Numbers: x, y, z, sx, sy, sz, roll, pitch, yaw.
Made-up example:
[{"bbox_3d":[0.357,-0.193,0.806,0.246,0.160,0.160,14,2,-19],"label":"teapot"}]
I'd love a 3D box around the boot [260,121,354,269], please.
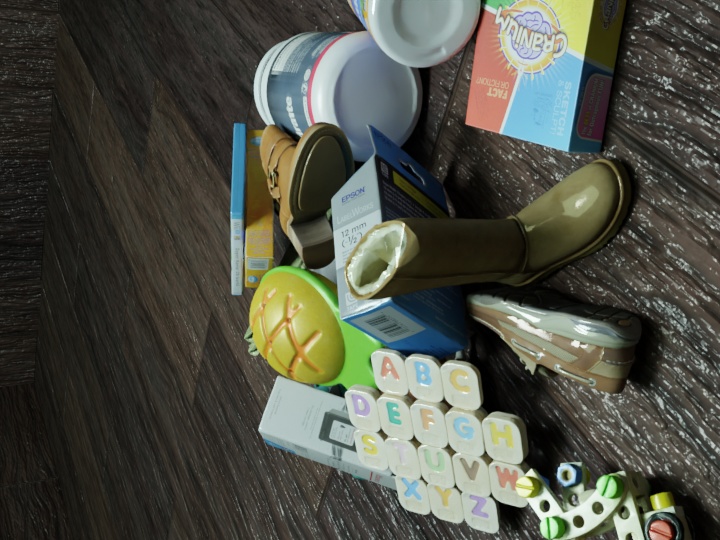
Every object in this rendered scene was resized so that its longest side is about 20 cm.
[{"bbox_3d":[-0.071,-0.118,0.962,0.202,0.073,0.156,102,150,-46],"label":"boot"}]

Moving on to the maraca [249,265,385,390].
[{"bbox_3d":[-0.048,0.069,0.952,0.198,0.106,0.139,22,127,39],"label":"maraca"}]

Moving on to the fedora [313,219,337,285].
[{"bbox_3d":[0.000,0.000,1.035,0.200,0.089,0.179,49,134,46],"label":"fedora"}]

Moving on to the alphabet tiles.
[{"bbox_3d":[0.074,0.173,0.859,0.198,0.015,0.198,6,118,34],"label":"alphabet tiles"}]

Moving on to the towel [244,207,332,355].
[{"bbox_3d":[-0.088,0.012,1.155,0.148,0.036,0.202,-36,27,57],"label":"towel"}]

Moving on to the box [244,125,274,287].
[{"bbox_3d":[-0.136,-0.091,1.153,0.119,0.041,0.203,111,157,-69],"label":"box"}]

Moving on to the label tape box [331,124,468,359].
[{"bbox_3d":[0.037,-0.025,0.871,0.066,0.143,0.203,-25,55,28],"label":"label tape box"}]

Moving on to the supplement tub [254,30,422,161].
[{"bbox_3d":[-0.032,-0.209,1.018,0.199,0.139,0.143,24,113,57],"label":"supplement tub"}]

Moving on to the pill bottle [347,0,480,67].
[{"bbox_3d":[0.043,-0.291,0.885,0.201,0.110,0.113,-112,31,-58],"label":"pill bottle"}]

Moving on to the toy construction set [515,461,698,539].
[{"bbox_3d":[0.212,0.246,0.692,0.130,0.092,0.203,-25,78,32],"label":"toy construction set"}]

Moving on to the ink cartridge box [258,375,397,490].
[{"bbox_3d":[-0.011,0.195,1.001,0.116,0.197,0.068,94,-165,-71],"label":"ink cartridge box"}]

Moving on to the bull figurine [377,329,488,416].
[{"bbox_3d":[0.072,0.114,0.925,0.198,0.065,0.123,19,92,39],"label":"bull figurine"}]

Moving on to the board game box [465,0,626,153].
[{"bbox_3d":[0.166,-0.219,0.772,0.153,0.040,0.203,30,119,56],"label":"board game box"}]

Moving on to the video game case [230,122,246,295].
[{"bbox_3d":[-0.164,-0.078,1.165,0.201,0.018,0.145,103,167,-58],"label":"video game case"}]

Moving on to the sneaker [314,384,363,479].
[{"bbox_3d":[-0.022,0.168,1.101,0.071,0.079,0.203,-13,82,59],"label":"sneaker"}]

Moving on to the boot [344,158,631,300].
[{"bbox_3d":[0.109,-0.030,0.728,0.175,0.198,0.067,-51,52,43],"label":"boot"}]

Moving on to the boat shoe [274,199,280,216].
[{"bbox_3d":[-0.075,-0.098,1.132,0.075,0.074,0.202,-55,7,-10],"label":"boat shoe"}]

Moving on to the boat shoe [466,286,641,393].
[{"bbox_3d":[0.163,0.060,0.778,0.199,0.075,0.073,20,112,60],"label":"boat shoe"}]
